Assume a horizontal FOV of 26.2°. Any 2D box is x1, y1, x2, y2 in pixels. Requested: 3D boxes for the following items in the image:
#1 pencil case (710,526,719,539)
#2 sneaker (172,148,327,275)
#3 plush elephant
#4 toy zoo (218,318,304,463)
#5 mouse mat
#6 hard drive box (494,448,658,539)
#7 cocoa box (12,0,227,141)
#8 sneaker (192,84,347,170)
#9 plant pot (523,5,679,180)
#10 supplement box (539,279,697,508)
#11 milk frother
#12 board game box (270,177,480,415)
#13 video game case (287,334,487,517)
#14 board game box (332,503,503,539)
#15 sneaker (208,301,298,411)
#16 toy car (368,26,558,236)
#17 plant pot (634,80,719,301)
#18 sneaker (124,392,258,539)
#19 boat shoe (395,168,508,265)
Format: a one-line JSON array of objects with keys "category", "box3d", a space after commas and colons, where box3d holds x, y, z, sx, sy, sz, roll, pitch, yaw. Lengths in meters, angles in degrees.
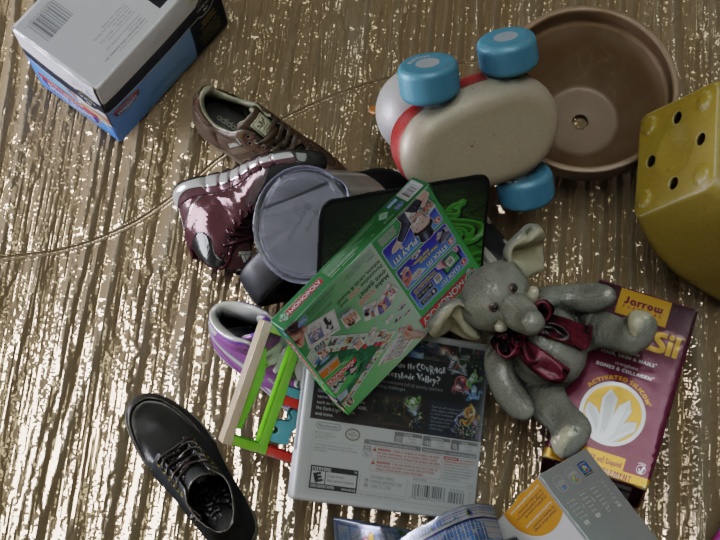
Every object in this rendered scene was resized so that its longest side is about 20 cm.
[{"category": "pencil case", "box3d": [0.373, 0.286, 1.518, 0.088, 0.088, 0.200, 39, 77, 16]}, {"category": "sneaker", "box3d": [-0.112, -0.057, 1.667, 0.199, 0.076, 0.116, -15, 78, 35]}, {"category": "plush elephant", "box3d": [0.162, 0.051, 1.512, 0.165, 0.155, 0.200, -51, 43, -1]}, {"category": "toy zoo", "box3d": [-0.031, 0.140, 1.577, 0.199, 0.020, 0.132, 20, 90, -19]}, {"category": "mouse mat", "box3d": [0.042, -0.008, 1.529, 0.199, 0.162, 0.008, -12, 27, -30]}, {"category": "hard drive box", "box3d": [0.218, 0.300, 1.477, 0.077, 0.156, 0.200, -21, 64, -41]}, {"category": "cocoa box", "box3d": [-0.267, -0.276, 1.746, 0.133, 0.131, 0.200, 36, 75, 16]}, {"category": "sneaker", "box3d": [-0.105, -0.140, 1.714, 0.199, 0.076, 0.071, 27, 73, 13]}, {"category": "plant pot", "box3d": [0.246, -0.182, 1.699, 0.200, 0.093, 0.202, -1, 70, 4]}, {"category": "supplement box", "box3d": [0.264, 0.126, 1.584, 0.110, 0.086, 0.201, 17, 71, 10]}, {"category": "milk frother", "box3d": [0.000, 0.000, 1.593, 0.200, 0.188, 0.181, 36, 107, 19]}, {"category": "board game box", "box3d": [0.020, 0.026, 1.500, 0.200, 0.135, 0.029, -45, 40, -13]}, {"category": "video game case", "box3d": [0.031, 0.151, 1.563, 0.199, 0.023, 0.183, 10, 80, -20]}, {"category": "board game box", "box3d": [0.052, 0.311, 1.500, 0.200, 0.062, 0.201, -36, 56, 29]}, {"category": "sneaker", "box3d": [-0.075, 0.098, 1.602, 0.200, 0.114, 0.073, 26, 71, 11]}, {"category": "toy car", "box3d": [0.091, -0.165, 1.619, 0.176, 0.185, 0.200, -20, 30, -16]}, {"category": "plant pot", "box3d": [0.388, -0.091, 1.560, 0.199, 0.195, 0.195, 19, 67, -26]}, {"category": "sneaker", "box3d": [-0.176, 0.193, 1.575, 0.075, 0.106, 0.200, -38, 72, -11]}, {"category": "boat shoe", "box3d": [0.106, -0.044, 1.673, 0.060, 0.074, 0.200, -5, 42, -42]}]
